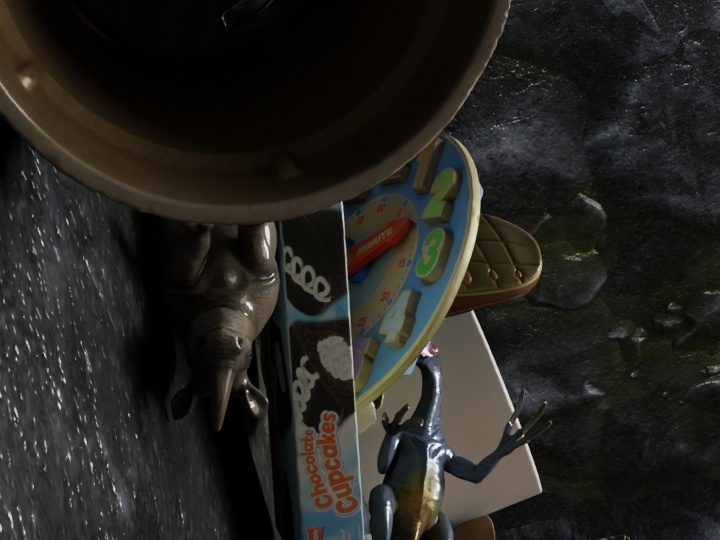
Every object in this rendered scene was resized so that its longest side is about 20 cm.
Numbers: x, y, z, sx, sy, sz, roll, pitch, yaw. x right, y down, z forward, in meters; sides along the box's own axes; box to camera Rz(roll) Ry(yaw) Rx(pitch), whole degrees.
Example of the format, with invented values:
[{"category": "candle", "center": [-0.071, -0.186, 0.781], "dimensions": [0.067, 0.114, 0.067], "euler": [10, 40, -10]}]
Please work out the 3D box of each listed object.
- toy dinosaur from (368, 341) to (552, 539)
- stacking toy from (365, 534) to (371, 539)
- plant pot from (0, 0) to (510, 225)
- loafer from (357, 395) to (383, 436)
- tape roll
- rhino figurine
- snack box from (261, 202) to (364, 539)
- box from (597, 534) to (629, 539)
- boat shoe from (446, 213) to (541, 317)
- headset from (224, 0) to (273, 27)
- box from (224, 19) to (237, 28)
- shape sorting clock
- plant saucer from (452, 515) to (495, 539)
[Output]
[{"category": "toy dinosaur", "center": [0.024, 0.134, 0.992], "dimensions": [0.105, 0.200, 0.182], "euler": [34, 31, -26]}, {"category": "stacking toy", "center": [0.036, 0.264, 1.044], "dimensions": [0.200, 0.146, 0.146], "euler": [53, -14, 45]}, {"category": "plant pot", "center": [-0.060, -0.135, 0.583], "dimensions": [0.184, 0.200, 0.201], "euler": [-129, -158, -71]}, {"category": "loafer", "center": [-0.019, 0.078, 1.063], "dimensions": [0.200, 0.068, 0.076], "euler": [-93, 169, -68]}, {"category": "tape roll", "center": [0.053, 0.118, 1.246], "dimensions": [0.203, 0.139, 0.203], "euler": [-21, 90, -88]}, {"category": "rhino figurine", "center": [-0.067, 0.000, 0.703], "dimensions": [0.200, 0.060, 0.088], "euler": [-98, -164, -47]}, {"category": "snack box", "center": [-0.030, 0.057, 0.806], "dimensions": [0.116, 0.037, 0.201], "euler": [-151, -124, -78]}, {"category": "box", "center": [0.051, 0.185, 0.796], "dimensions": [0.200, 0.192, 0.048], "euler": [61, 12, -77]}, {"category": "boat shoe", "center": [0.026, 0.006, 1.033], "dimensions": [0.068, 0.199, 0.072], "euler": [78, 9, -54]}, {"category": "headset", "center": [-0.074, -0.194, 0.831], "dimensions": [0.123, 0.094, 0.201], "euler": [34, 44, -35]}, {"category": "box", "center": [-0.117, -0.225, 0.974], "dimensions": [0.200, 0.039, 0.137], "euler": [-29, 106, -86]}, {"category": "shape sorting clock", "center": [0.000, 0.000, 0.914], "dimensions": [0.039, 0.200, 0.200], "euler": [34, 26, -28]}, {"category": "plant saucer", "center": [0.059, 0.287, 1.168], "dimensions": [0.200, 0.035, 0.201], "euler": [-164, -90, -85]}]
